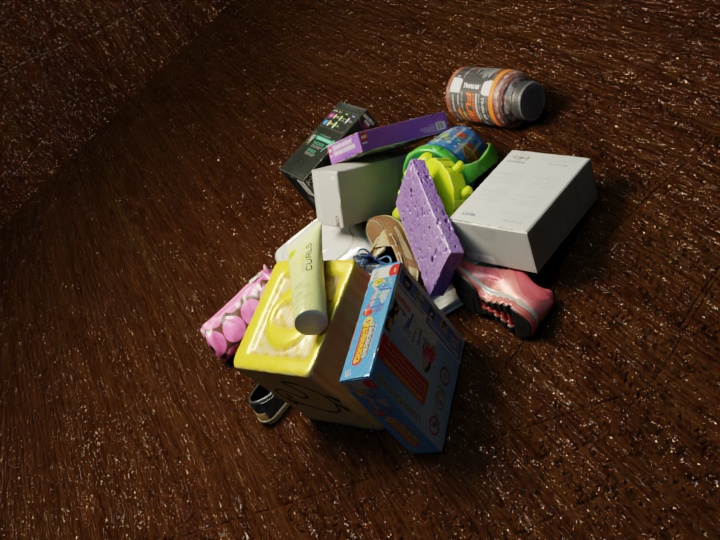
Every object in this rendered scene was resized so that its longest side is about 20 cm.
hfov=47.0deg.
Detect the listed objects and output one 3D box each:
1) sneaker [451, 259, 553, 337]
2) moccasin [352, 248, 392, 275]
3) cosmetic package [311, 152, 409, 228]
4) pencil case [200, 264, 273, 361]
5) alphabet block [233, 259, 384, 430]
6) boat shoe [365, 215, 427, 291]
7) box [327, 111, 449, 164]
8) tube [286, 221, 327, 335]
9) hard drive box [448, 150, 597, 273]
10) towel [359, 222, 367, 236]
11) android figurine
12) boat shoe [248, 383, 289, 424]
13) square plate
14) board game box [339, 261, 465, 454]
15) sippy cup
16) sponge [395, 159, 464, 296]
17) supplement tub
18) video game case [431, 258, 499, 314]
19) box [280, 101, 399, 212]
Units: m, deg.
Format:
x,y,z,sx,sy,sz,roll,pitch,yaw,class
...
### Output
x,y,z,sx,sy,sz,roll,pitch,yaw,class
0.219,0.029,1.290,0.086,0.075,0.199,-36,44,-19,sneaker
0.000,0.000,1.375,0.197,0.080,0.070,-5,64,44,moccasin
0.009,-0.156,1.569,0.197,0.110,0.089,-16,18,-36,cosmetic package
-0.229,0.085,1.646,0.200,0.094,0.091,-43,34,1,pencil case
-0.049,0.117,1.325,0.192,0.199,0.200,-2,58,43,alphabet block
0.054,-0.033,1.433,0.200,0.072,0.077,49,136,49,boat shoe
0.051,-0.251,1.566,0.196,0.040,0.136,-18,4,-27,box
-0.082,0.009,1.248,0.056,0.053,0.203,-2,42,-5,tube
0.260,-0.099,1.316,0.154,0.078,0.200,14,48,44,hard drive box
-0.051,-0.011,1.610,0.197,0.049,0.113,-25,39,23,towel
0.124,-0.112,1.418,0.200,0.040,0.186,-43,57,50,android figurine
-0.127,0.177,1.477,0.201,0.062,0.074,-53,34,-16,boat shoe
-0.080,-0.040,1.601,0.197,0.028,0.201,-37,37,9,square plate
0.068,0.130,1.212,0.055,0.201,0.199,-13,43,35,board game box
0.164,-0.193,1.517,0.175,0.142,0.130,26,48,22,sippy cup
0.108,-0.071,1.346,0.029,0.113,0.203,-5,54,-18,sponge
0.260,-0.333,1.587,0.108,0.107,0.198,-50,35,-12,supplement tub
0.144,-0.007,1.434,0.180,0.023,0.202,-31,36,16,video game case
-0.039,-0.224,1.731,0.201,0.149,0.124,-48,34,-9,box
